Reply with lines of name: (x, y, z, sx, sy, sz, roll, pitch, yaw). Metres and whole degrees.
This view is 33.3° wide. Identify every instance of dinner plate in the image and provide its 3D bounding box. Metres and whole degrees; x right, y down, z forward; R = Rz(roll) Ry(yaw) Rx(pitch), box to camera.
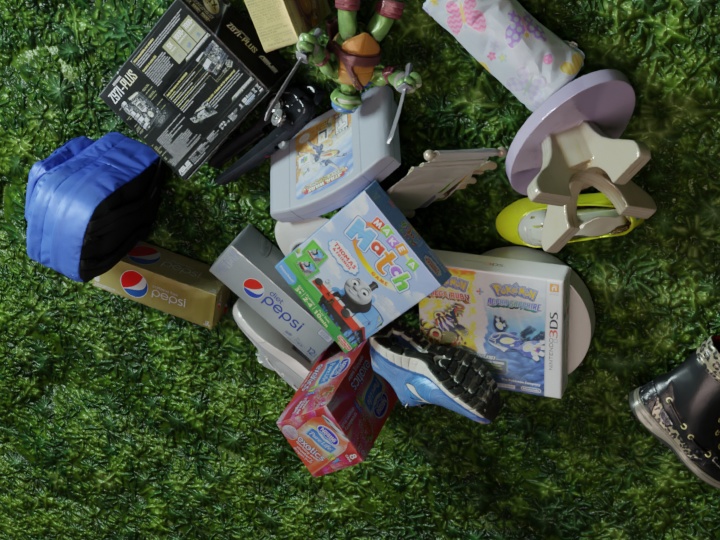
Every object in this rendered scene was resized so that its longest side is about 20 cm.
dinner plate: (-0.031, -0.006, 1.623, 0.199, 0.024, 0.201, 22, 153, 12)

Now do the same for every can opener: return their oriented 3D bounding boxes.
can opener: (-0.127, -0.172, 1.575, 0.200, 0.078, 0.064, -37, 65, 30)

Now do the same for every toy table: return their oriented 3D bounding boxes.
toy table: (0.258, -0.122, 1.405, 0.182, 0.118, 0.201, -2, 145, -22)

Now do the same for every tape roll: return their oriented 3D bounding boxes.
tape roll: (0.214, 0.064, 1.614, 0.201, 0.037, 0.204, 10, 123, 16)

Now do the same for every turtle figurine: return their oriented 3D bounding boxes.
turtle figurine: (0.004, -0.262, 1.415, 0.143, 0.200, 0.195, 20, 113, 16)

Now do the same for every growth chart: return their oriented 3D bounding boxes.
growth chart: (0.081, -0.106, 1.517, 0.200, 0.144, 0.018, -34, 67, 44)

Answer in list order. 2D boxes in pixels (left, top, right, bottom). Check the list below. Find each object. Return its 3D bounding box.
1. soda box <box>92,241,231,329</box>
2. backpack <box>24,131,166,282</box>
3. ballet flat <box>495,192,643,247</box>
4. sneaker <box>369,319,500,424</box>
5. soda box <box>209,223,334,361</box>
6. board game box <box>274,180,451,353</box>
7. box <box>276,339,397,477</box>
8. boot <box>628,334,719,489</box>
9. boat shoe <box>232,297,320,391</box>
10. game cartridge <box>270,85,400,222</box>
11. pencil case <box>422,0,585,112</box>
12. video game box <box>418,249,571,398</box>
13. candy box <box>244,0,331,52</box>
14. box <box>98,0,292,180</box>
soda box: (-0.290, 0.014, 1.768, 0.198, 0.068, 0.064, 19, 123, 10)
backpack: (-0.384, -0.084, 1.668, 0.167, 0.200, 0.164, 20, 125, 10)
ballet flat: (0.257, -0.061, 1.506, 0.198, 0.067, 0.067, -7, 117, 25)
sneaker: (0.097, 0.146, 1.596, 0.199, 0.078, 0.090, 31, 137, 22)
soda box: (-0.112, 0.031, 1.707, 0.200, 0.068, 0.063, 42, 126, -5)
board game box: (0.000, 0.000, 1.530, 0.152, 0.037, 0.200, 50, 130, -2)
box: (-0.021, 0.180, 1.677, 0.095, 0.200, 0.100, -22, 109, 33)
boot: (0.471, 0.189, 1.566, 0.203, 0.074, 0.154, 39, 122, -5)
boat shoe: (-0.117, 0.121, 1.768, 0.200, 0.072, 0.068, 38, 126, -14)
game cartridge: (-0.037, -0.142, 1.541, 0.199, 0.134, 0.041, -24, 139, 31)
pencil case: (0.168, -0.278, 1.405, 0.200, 0.083, 0.091, 41, 118, -5)
video game box: (0.175, 0.070, 1.584, 0.198, 0.047, 0.184, 7, 119, 20)
candy box: (-0.110, -0.378, 1.437, 0.055, 0.116, 0.201, -12, 114, 26)
box: (-0.217, -0.247, 1.574, 0.164, 0.086, 0.200, 44, 125, -7)
